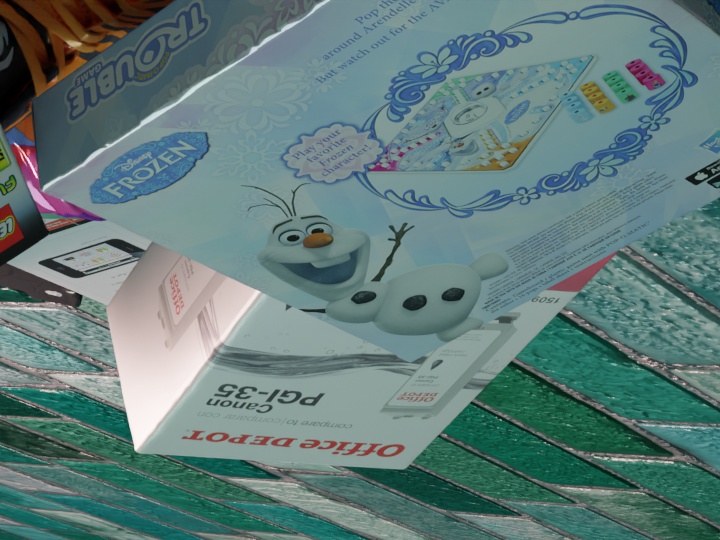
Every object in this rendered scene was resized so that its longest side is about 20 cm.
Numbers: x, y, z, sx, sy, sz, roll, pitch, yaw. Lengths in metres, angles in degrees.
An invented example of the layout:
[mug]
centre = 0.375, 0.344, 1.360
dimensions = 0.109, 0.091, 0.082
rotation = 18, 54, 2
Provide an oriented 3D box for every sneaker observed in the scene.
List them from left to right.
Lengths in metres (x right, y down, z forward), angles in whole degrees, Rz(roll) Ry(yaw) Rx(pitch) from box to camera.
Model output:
[sneaker]
centre = -0.091, -0.092, 0.808
dimensions = 0.078, 0.112, 0.200
rotation = 57, 154, -5

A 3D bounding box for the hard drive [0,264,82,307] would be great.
[hard drive]
centre = -0.229, -0.030, 1.335
dimensions = 0.139, 0.038, 0.200
rotation = 10, 167, 0

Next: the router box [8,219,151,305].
[router box]
centre = -0.068, -0.035, 1.091
dimensions = 0.200, 0.049, 0.179
rotation = -15, 153, 35

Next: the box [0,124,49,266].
[box]
centre = -0.186, -0.084, 0.817
dimensions = 0.200, 0.035, 0.110
rotation = 37, 154, 45

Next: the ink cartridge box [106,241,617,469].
[ink cartridge box]
centre = 0.000, 0.000, 0.995
dimensions = 0.146, 0.083, 0.200
rotation = 6, 143, -30

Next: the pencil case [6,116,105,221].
[pencil case]
centre = -0.177, -0.064, 0.995
dimensions = 0.199, 0.089, 0.088
rotation = 4, 165, 35

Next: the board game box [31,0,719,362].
[board game box]
centre = 0.028, -0.054, 0.799
dimensions = 0.200, 0.044, 0.199
rotation = -30, 144, 29
